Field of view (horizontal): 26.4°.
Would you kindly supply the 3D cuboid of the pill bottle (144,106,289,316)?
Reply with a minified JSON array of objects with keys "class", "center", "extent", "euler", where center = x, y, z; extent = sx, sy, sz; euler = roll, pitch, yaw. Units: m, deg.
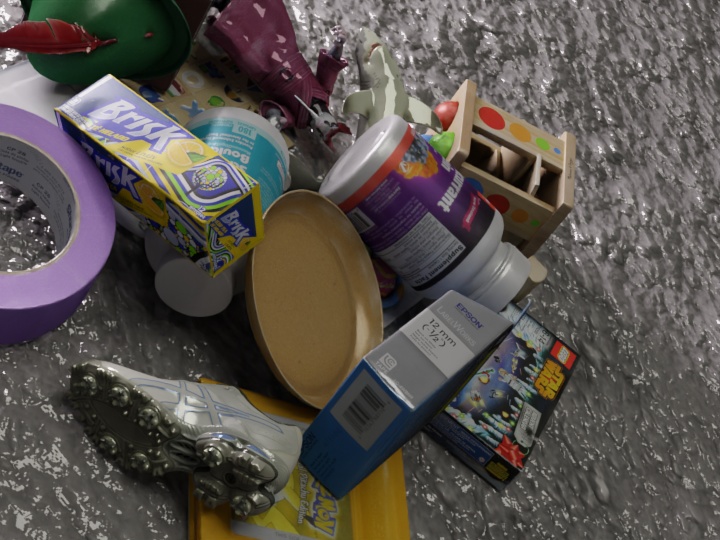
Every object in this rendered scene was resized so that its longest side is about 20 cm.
[{"class":"pill bottle","center":[-0.132,-0.051,1.398],"extent":[0.111,0.111,0.200],"euler":[26,40,-14]}]

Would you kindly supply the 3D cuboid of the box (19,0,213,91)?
[{"class":"box","center":[-0.222,-0.326,1.547],"extent":[0.166,0.164,0.200],"euler":[24,40,-14]}]

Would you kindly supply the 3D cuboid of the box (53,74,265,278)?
[{"class":"box","center":[-0.171,-0.084,1.303],"extent":[0.200,0.070,0.064],"euler":[36,59,29]}]

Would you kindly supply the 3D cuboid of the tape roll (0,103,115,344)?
[{"class":"tape roll","center":[-0.307,-0.041,1.268],"extent":[0.200,0.066,0.201],"euler":[14,55,-21]}]

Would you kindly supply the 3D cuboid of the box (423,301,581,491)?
[{"class":"box","center":[0.126,0.105,1.498],"extent":[0.137,0.040,0.200],"euler":[39,39,-1]}]

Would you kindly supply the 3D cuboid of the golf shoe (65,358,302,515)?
[{"class":"golf shoe","center":[-0.140,0.122,1.239],"extent":[0.200,0.078,0.097],"euler":[28,34,12]}]

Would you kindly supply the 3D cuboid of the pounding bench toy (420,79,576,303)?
[{"class":"pounding bench toy","center":[0.124,-0.075,1.603],"extent":[0.156,0.124,0.200],"euler":[26,41,-14]}]

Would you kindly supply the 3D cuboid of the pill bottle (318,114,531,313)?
[{"class":"pill bottle","center":[0.066,-0.044,1.469],"extent":[0.200,0.111,0.112],"euler":[43,38,-14]}]

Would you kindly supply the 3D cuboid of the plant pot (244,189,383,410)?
[{"class":"plant pot","center":[-0.044,0.029,1.367],"extent":[0.200,0.027,0.201],"euler":[26,58,-51]}]

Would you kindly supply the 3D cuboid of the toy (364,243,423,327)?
[{"class":"toy","center":[0.000,0.000,1.498],"extent":[0.115,0.047,0.200],"euler":[46,40,7]}]

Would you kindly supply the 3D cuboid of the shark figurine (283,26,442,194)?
[{"class":"shark figurine","center":[-0.007,-0.127,1.559],"extent":[0.128,0.089,0.215],"euler":[38,64,-13]}]

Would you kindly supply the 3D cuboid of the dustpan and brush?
[{"class":"dustpan and brush","center":[-0.265,-0.104,1.406],"extent":[0.200,0.057,0.140],"euler":[34,27,5]}]

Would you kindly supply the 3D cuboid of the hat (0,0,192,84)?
[{"class":"hat","center":[-0.271,-0.182,1.404],"extent":[0.200,0.166,0.176],"euler":[33,53,-23]}]

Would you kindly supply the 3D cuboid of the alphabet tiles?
[{"class":"alphabet tiles","center":[-0.162,-0.167,1.571],"extent":[0.166,0.006,0.200],"euler":[47,40,10]}]

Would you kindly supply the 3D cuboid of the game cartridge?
[{"class":"game cartridge","center":[-0.050,0.187,1.294],"extent":[0.200,0.032,0.177],"euler":[16,44,-23]}]

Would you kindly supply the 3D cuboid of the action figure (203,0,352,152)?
[{"class":"action figure","center":[-0.088,-0.203,1.606],"extent":[0.134,0.149,0.200],"euler":[-39,99,-21]}]

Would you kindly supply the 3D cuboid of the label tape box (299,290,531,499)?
[{"class":"label tape box","center":[0.047,0.092,1.318],"extent":[0.066,0.143,0.200],"euler":[43,43,9]}]
